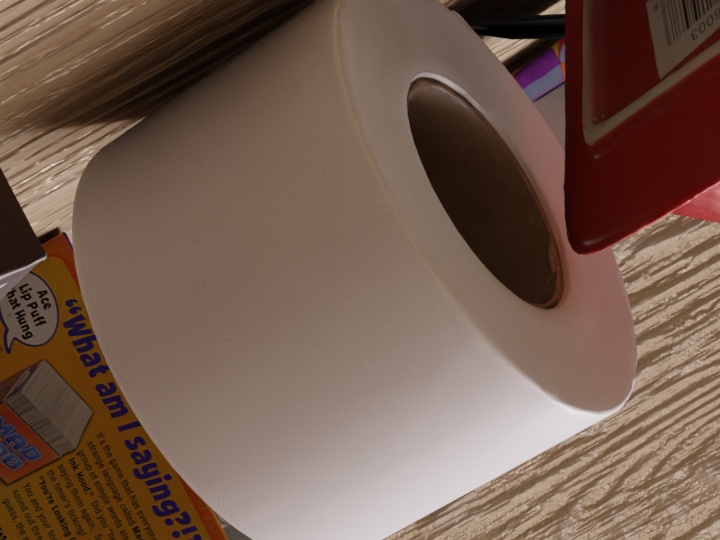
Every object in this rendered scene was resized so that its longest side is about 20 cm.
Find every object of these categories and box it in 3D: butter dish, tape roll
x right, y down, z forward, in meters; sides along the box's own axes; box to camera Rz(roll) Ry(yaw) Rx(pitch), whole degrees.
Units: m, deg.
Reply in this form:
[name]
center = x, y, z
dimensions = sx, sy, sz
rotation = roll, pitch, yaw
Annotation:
[butter dish]
center = 0.186, -0.101, 0.870
dimensions = 0.147, 0.200, 0.200
rotation = 25, 141, -27
[tape roll]
center = 0.000, 0.000, 0.881
dimensions = 0.139, 0.203, 0.203
rotation = -32, 174, 24

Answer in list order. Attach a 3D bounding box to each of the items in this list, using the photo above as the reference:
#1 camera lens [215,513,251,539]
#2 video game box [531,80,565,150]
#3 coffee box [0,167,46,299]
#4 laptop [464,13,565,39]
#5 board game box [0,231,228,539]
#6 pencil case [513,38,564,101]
[camera lens]
center = -0.084, 0.096, 1.383
dimensions = 0.160, 0.200, 0.160
rotation = -31, 178, -1
[video game box]
center = 0.061, -0.031, 1.137
dimensions = 0.200, 0.047, 0.182
rotation = -34, 170, -41
[coffee box]
center = -0.200, 0.015, 0.701
dimensions = 0.114, 0.080, 0.200
rotation = -25, 174, -37
[laptop]
center = 0.154, -0.180, 1.118
dimensions = 0.200, 0.103, 0.177
rotation = -57, 168, 13
[board game box]
center = -0.194, 0.128, 1.139
dimensions = 0.199, 0.201, 0.200
rotation = -28, 174, -9
[pencil case]
center = 0.097, -0.081, 1.359
dimensions = 0.200, 0.089, 0.088
rotation = -34, 173, 26
